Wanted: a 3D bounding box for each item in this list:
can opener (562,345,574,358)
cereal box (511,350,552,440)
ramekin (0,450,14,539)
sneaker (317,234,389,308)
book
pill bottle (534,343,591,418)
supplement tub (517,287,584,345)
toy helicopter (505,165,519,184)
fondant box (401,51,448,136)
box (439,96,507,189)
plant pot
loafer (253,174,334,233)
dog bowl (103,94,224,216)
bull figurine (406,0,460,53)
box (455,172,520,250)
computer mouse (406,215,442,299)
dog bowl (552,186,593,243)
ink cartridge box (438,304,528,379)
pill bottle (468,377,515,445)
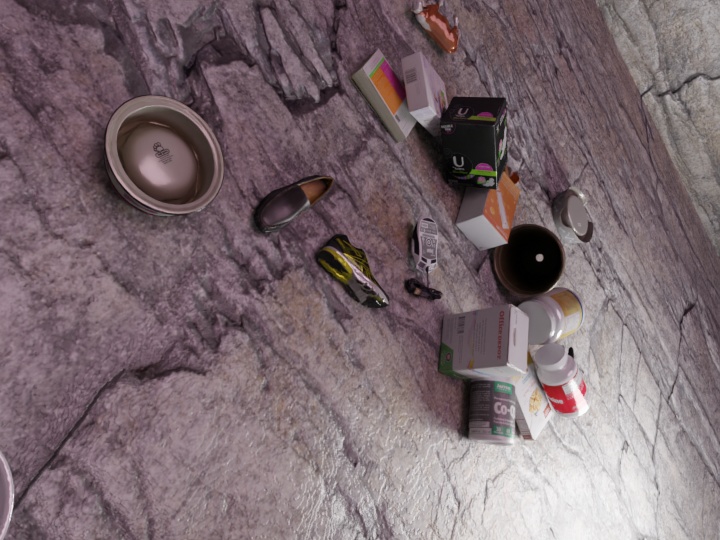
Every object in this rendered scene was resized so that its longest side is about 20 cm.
[{"bbox_3d":[0.630,0.326,1.658,0.062,0.079,0.203,8,64,1],"label":"can opener"},{"bbox_3d":[0.464,0.347,1.502,0.143,0.039,0.203,-29,98,-45],"label":"cereal box"},{"bbox_3d":[-0.507,0.269,0.596,0.198,0.097,0.205,14,68,-39],"label":"ramekin"},{"bbox_3d":[0.000,0.000,1.151,0.200,0.074,0.085,45,52,-24],"label":"sneaker"},{"bbox_3d":[0.073,-0.445,1.363,0.201,0.048,0.134,51,47,-21],"label":"book"},{"bbox_3d":[0.565,0.307,1.512,0.113,0.111,0.202,-52,121,-38],"label":"pill bottle"},{"bbox_3d":[0.547,0.134,1.567,0.198,0.143,0.148,-10,85,-43],"label":"supplement tub"},{"bbox_3d":[0.430,-0.341,1.644,0.132,0.078,0.202,40,42,-19],"label":"toy helicopter"},{"bbox_3d":[0.175,-0.453,1.403,0.199,0.057,0.147,11,70,-63],"label":"fondant box"},{"bbox_3d":[0.303,-0.337,1.421,0.125,0.146,0.202,-61,149,-35],"label":"box"},{"bbox_3d":[0.505,-0.032,1.563,0.173,0.197,0.204,-6,82,-59],"label":"plant pot"},{"bbox_3d":[-0.131,-0.142,1.072,0.200,0.072,0.073,-46,110,-39],"label":"loafer"},{"bbox_3d":[-0.332,-0.181,0.898,0.198,0.073,0.204,13,70,-39],"label":"dog bowl"},{"bbox_3d":[0.218,-0.723,1.555,0.200,0.065,0.123,45,56,-25],"label":"bull figurine"},{"bbox_3d":[0.360,-0.179,1.515,0.124,0.097,0.202,40,55,-27],"label":"box"},{"bbox_3d":[0.156,-0.033,1.327,0.108,0.044,0.204,10,77,-35],"label":"computer mouse"},{"bbox_3d":[0.749,-0.190,1.900,0.198,0.058,0.204,13,70,-39],"label":"dog bowl"},{"bbox_3d":[0.293,0.175,1.284,0.087,0.198,0.148,27,61,-34],"label":"ink cartridge box"},{"bbox_3d":[0.327,0.322,1.335,0.112,0.112,0.204,23,64,-36],"label":"pill bottle"}]
